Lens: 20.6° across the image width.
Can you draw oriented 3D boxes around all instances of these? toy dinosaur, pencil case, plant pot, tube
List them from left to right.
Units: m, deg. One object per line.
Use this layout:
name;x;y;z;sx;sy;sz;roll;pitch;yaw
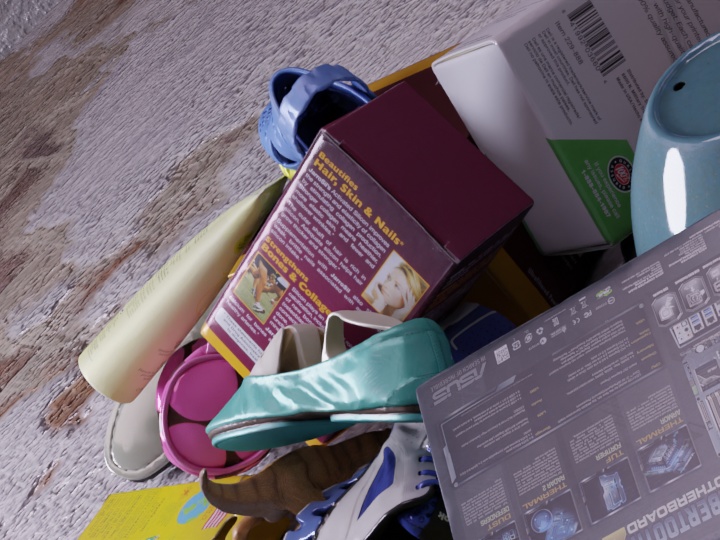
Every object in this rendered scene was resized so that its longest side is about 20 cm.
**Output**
tube;-0.118;0.009;1.378;0.200;0.052;0.058;-49;41;17
pencil case;-0.098;0.086;1.347;0.091;0.094;0.200;-6;1;-9
toy dinosaur;-0.049;0.133;1.179;0.060;0.106;0.200;28;26;35
plant pot;0.220;-0.051;1.032;0.200;0.135;0.200;-27;33;19

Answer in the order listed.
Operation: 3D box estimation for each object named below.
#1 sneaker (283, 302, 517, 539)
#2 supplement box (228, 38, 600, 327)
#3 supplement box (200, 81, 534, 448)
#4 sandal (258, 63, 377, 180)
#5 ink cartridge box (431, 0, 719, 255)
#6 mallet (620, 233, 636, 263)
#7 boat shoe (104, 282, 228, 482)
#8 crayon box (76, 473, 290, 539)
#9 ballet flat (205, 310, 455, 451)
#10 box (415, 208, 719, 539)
sneaker;0.048;0.120;1.122;0.199;0.081;0.115;-53;23;-12
supplement box;0.056;-0.041;1.336;0.197;0.133;0.200;-20;30;44
supplement box;0.000;0.000;1.181;0.086;0.110;0.200;-35;-14;-44
sandal;-0.027;-0.102;1.295;0.079;0.087;0.200;-47;20;-8
ink cartridge box;0.168;-0.123;1.231;0.200;0.146;0.084;-35;10;-25
mallet;0.180;0.031;1.126;0.066;0.041;0.200;-28;29;28
boat shoe;-0.126;0.081;1.514;0.072;0.061;0.201;24;69;18
crayon box;-0.130;0.201;1.297;0.200;0.051;0.127;-14;33;51
ballet flat;-0.017;0.061;1.130;0.200;0.067;0.071;-14;74;48
box;0.131;0.078;0.902;0.200;0.051;0.158;-33;46;21
